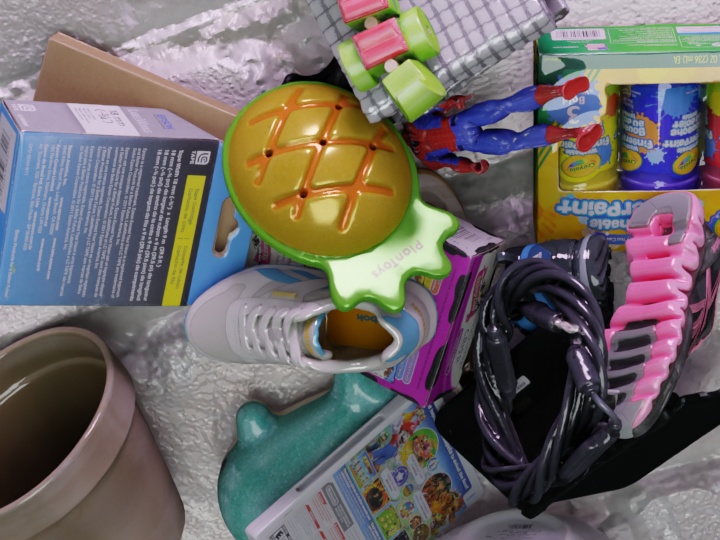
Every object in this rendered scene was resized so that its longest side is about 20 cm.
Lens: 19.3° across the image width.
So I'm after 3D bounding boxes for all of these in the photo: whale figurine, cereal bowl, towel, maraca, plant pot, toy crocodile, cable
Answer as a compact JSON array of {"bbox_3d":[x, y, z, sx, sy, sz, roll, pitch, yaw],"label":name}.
[{"bbox_3d":[-0.035,0.161,1.763,0.159,0.104,0.200,34,110,-13],"label":"whale figurine"},{"bbox_3d":[0.129,0.256,1.750,0.199,0.200,0.084,-7,112,5],"label":"cereal bowl"},{"bbox_3d":[0.044,-0.224,1.567,0.165,0.086,0.200,-31,78,13],"label":"towel"},{"bbox_3d":[-0.016,-0.056,1.566,0.137,0.107,0.200,-37,73,-14],"label":"maraca"},{"bbox_3d":[-0.238,0.175,1.745,0.200,0.200,0.174,-29,127,14],"label":"plant pot"},{"bbox_3d":[0.003,-0.195,1.500,0.067,0.062,0.201,-24,79,13],"label":"toy crocodile"},{"bbox_3d":[0.124,0.087,1.588,0.051,0.164,0.200,-10,156,-27],"label":"cable"}]

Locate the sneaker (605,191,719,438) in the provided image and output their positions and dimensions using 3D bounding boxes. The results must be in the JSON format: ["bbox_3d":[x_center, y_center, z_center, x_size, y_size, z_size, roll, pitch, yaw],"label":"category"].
[{"bbox_3d":[0.234,0.044,1.597,0.079,0.201,0.095,0,150,41],"label":"sneaker"}]

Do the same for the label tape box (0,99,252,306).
[{"bbox_3d":[-0.184,-0.048,1.626,0.199,0.063,0.145,2,116,-27],"label":"label tape box"}]

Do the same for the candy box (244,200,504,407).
[{"bbox_3d":[0.000,0.000,1.667,0.200,0.061,0.137,28,116,22],"label":"candy box"}]

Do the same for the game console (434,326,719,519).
[{"bbox_3d":[0.191,0.108,1.712,0.176,0.116,0.200,43,136,-2],"label":"game console"}]

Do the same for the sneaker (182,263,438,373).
[{"bbox_3d":[-0.047,0.039,1.604,0.199,0.081,0.077,-3,103,21],"label":"sneaker"}]

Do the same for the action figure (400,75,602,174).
[{"bbox_3d":[0.089,-0.109,1.629,0.200,0.052,0.066,-6,111,44],"label":"action figure"}]

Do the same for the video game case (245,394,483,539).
[{"bbox_3d":[0.007,0.198,1.747,0.200,0.018,0.143,-40,130,-19],"label":"video game case"}]

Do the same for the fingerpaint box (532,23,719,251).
[{"bbox_3d":[0.235,-0.103,1.654,0.199,0.073,0.167,0,115,2],"label":"fingerpaint box"}]

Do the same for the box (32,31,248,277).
[{"bbox_3d":[-0.174,-0.077,1.674,0.199,0.021,0.164,23,114,10],"label":"box"}]

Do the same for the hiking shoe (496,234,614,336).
[{"bbox_3d":[0.157,0.029,1.689,0.086,0.075,0.200,3,149,10],"label":"hiking shoe"}]

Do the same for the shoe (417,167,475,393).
[{"bbox_3d":[0.067,0.012,1.713,0.070,0.053,0.201,-18,116,-9],"label":"shoe"}]

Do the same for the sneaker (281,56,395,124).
[{"bbox_3d":[0.020,-0.162,1.635,0.200,0.072,0.083,-31,107,14],"label":"sneaker"}]
